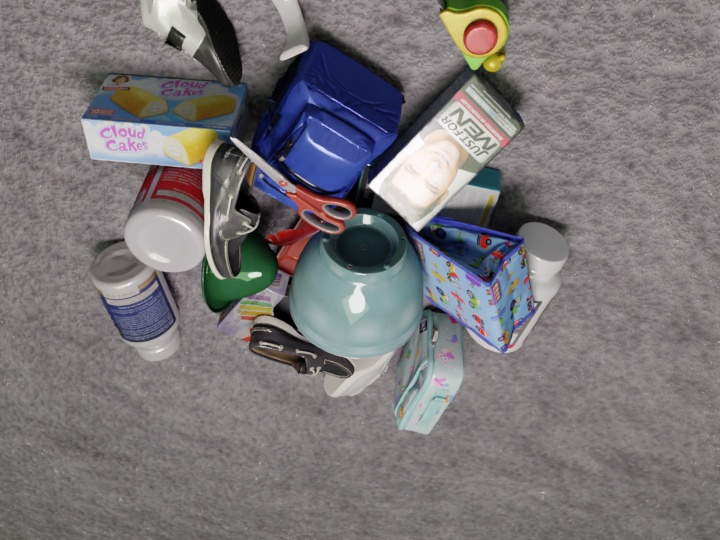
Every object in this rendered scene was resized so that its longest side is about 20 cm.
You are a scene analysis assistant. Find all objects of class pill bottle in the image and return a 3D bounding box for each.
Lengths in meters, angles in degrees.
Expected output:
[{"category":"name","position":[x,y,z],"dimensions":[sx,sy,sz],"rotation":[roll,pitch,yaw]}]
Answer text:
[{"category":"pill bottle","position":[-0.369,0.057,1.358],"dimensions":[0.109,0.112,0.202],"rotation":[-2,134,10]},{"category":"pill bottle","position":[0.242,0.025,1.241],"dimensions":[0.109,0.112,0.201],"rotation":[15,135,-7]},{"category":"pill bottle","position":[-0.246,-0.105,1.118],"dimensions":[0.110,0.202,0.113],"rotation":[4,136,4]}]

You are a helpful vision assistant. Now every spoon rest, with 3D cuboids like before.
[{"category":"spoon rest","position":[-0.118,-0.357,0.963],"dimensions":[0.098,0.061,0.202],"rotation":[-16,117,21]}]

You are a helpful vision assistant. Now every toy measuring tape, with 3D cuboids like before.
[{"category":"toy measuring tape","position":[0.125,-0.318,0.949],"dimensions":[0.073,0.074,0.200],"rotation":[-21,129,26]}]

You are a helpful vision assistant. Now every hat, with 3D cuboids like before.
[{"category":"hat","position":[-0.125,-0.001,1.191],"dimensions":[0.173,0.168,0.200],"rotation":[12,179,12]}]

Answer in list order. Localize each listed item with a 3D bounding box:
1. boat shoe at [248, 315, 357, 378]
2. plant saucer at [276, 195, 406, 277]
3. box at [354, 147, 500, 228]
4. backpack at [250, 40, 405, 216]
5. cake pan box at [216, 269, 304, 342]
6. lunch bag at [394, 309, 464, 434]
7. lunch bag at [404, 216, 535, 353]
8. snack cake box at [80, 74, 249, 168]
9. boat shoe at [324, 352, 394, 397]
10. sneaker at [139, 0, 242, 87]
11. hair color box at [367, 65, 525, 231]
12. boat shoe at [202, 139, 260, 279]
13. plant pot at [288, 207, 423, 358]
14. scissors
[{"category":"boat shoe","position":[-0.097,0.144,1.350],"dimensions":[0.198,0.061,0.074],"rotation":[30,143,-22]},{"category":"plant saucer","position":[-0.014,-0.036,1.265],"dimensions":[0.197,0.037,0.200],"rotation":[23,135,-15]},{"category":"box","position":[0.096,-0.118,1.162],"dimensions":[0.197,0.050,0.083],"rotation":[12,135,-3]},{"category":"backpack","position":[-0.065,-0.166,1.059],"dimensions":[0.161,0.169,0.200],"rotation":[32,137,-16]},{"category":"cake pan box","position":[-0.126,0.079,1.366],"dimensions":[0.182,0.053,0.200],"rotation":[26,144,-20]},{"category":"lunch bag","position":[0.114,0.176,1.372],"dimensions":[0.076,0.162,0.201],"rotation":[14,136,-6]},{"category":"lunch bag","position":[0.138,0.005,1.157],"dimensions":[0.198,0.094,0.152],"rotation":[25,150,36]},{"category":"snack cake box","position":[-0.257,-0.201,1.085],"dimensions":[0.196,0.116,0.068],"rotation":[5,135,3]},{"category":"boat shoe","position":[0.012,0.172,1.454],"dimensions":[0.068,0.073,0.200],"rotation":[13,132,-36]},{"category":"sneaker","position":[-0.223,-0.311,1.006],"dimensions":[0.087,0.075,0.201],"rotation":[-19,119,25]},{"category":"hair color box","position":[0.110,-0.159,1.068],"dimensions":[0.099,0.061,0.200],"rotation":[39,112,-16]},{"category":"boat shoe","position":[-0.164,-0.069,1.049],"dimensions":[0.067,0.072,0.202],"rotation":[13,126,8]},{"category":"plant pot","position":[0.000,0.000,1.122],"dimensions":[0.197,0.202,0.135],"rotation":[8,140,0]},{"category":"scissors","position":[-0.091,-0.099,0.996],"dimensions":[0.198,0.014,0.073],"rotation":[27,146,-28]}]
